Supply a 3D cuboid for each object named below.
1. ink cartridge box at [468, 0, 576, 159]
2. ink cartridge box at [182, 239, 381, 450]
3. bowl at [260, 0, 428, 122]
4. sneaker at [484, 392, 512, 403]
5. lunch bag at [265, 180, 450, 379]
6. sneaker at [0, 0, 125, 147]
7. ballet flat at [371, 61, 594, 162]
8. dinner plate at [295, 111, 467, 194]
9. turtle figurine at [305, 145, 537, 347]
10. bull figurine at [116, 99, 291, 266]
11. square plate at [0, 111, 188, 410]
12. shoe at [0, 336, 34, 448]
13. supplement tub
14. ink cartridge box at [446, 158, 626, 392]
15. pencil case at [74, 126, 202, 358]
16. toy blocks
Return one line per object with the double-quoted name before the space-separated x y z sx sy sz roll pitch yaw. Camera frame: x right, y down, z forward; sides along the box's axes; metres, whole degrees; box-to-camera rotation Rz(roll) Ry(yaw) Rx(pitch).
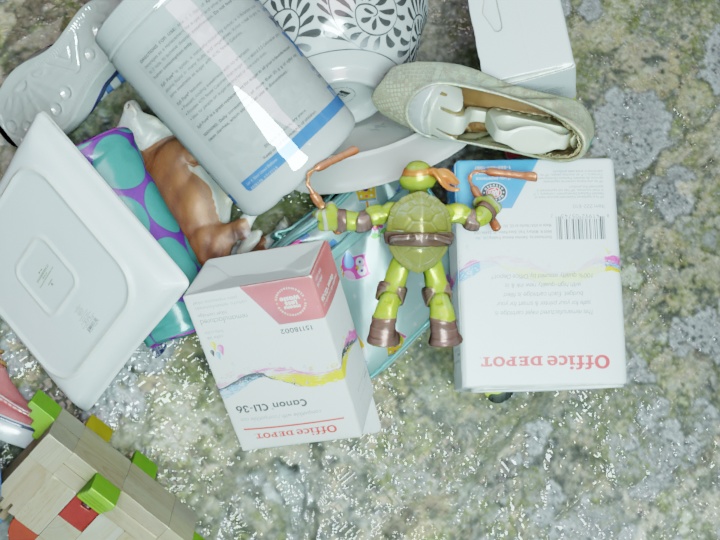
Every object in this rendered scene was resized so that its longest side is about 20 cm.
"ink cartridge box" 0.159 -0.215 0.951 0.083 0.200 0.147 -13 76 10
"ink cartridge box" -0.060 0.084 0.834 0.115 0.068 0.202 -9 117 16
"bowl" -0.026 -0.199 0.919 0.199 0.201 0.095 -4 69 -10
"sneaker" 0.139 0.032 0.956 0.089 0.078 0.202 13 68 5
"lunch bag" 0.000 0.000 0.913 0.200 0.077 0.161 -42 104 -18
"sneaker" -0.256 -0.202 0.955 0.200 0.146 0.081 -37 93 27
"ballet flat" 0.104 -0.135 0.831 0.198 0.068 0.063 10 34 6
"dinner plate" 0.017 -0.128 0.924 0.199 0.200 0.024 -24 116 -15
"turtle figurine" 0.056 -0.020 0.788 0.198 0.064 0.163 -2 96 -14
"bull figurine" -0.156 -0.084 0.931 0.121 0.065 0.201 -27 88 15
"square plate" -0.266 0.000 0.844 0.198 0.200 0.028 48 32 7
"shoe" -0.343 0.077 0.855 0.199 0.072 0.092 29 81 5
"supplement tub" -0.112 -0.159 0.823 0.132 0.132 0.200 -44 102 -18
"ink cartridge box" 0.153 0.009 0.865 0.143 0.085 0.202 -1 80 -2
"pencil case" -0.200 -0.028 0.873 0.085 0.092 0.201 -28 91 11
"toy blocks" -0.240 0.219 0.812 0.200 0.100 0.137 42 99 -13
